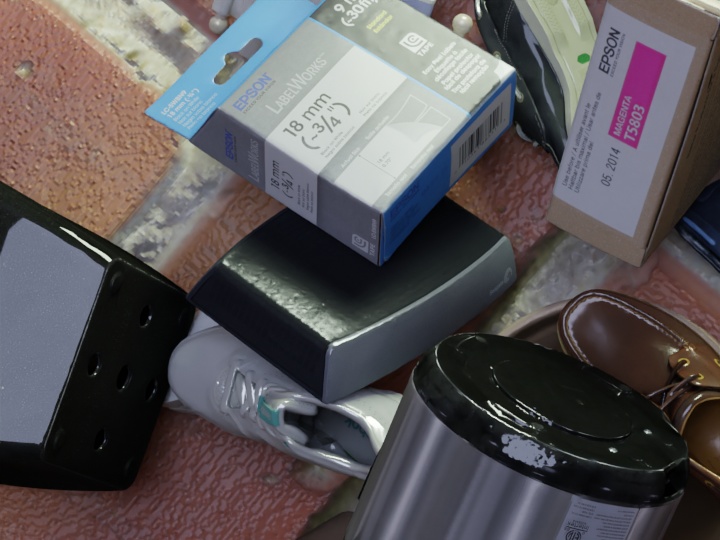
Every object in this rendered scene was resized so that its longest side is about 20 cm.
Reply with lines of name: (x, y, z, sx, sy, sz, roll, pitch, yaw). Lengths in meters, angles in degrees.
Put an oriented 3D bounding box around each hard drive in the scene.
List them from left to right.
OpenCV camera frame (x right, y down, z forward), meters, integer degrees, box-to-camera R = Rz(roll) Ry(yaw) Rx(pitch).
hard drive: (0.000, 0.000, 1.663, 0.135, 0.200, 0.042, 36, 133, 23)

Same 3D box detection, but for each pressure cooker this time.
pressure cooker: (0.079, 0.157, 1.509, 0.176, 0.179, 0.200, 25, 109, 11)

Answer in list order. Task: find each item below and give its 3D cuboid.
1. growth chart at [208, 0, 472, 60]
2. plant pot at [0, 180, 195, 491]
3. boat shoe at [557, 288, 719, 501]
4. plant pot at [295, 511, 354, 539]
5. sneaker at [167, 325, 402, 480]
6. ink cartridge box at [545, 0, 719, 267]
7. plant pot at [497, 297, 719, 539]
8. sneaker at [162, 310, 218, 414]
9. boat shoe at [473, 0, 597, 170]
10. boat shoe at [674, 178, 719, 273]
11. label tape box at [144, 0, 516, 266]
growth chart: (-0.016, -0.173, 1.753, 0.200, 0.018, 0.145, 37, 117, 17)
plant pot: (-0.225, 0.044, 1.680, 0.177, 0.200, 0.200, 16, 83, 23)
boat shoe: (0.199, 0.080, 1.566, 0.200, 0.068, 0.072, 44, 90, 16)
plant pot: (-0.025, 0.252, 1.630, 0.200, 0.200, 0.175, 40, 71, 16)
sneaker: (-0.047, 0.084, 1.630, 0.200, 0.088, 0.075, 18, 100, 26)
ink cartridge box: (0.199, -0.129, 1.607, 0.075, 0.200, 0.165, 28, 42, 16)
plant pot: (0.158, 0.121, 1.650, 0.201, 0.093, 0.201, -2, 79, 11)
sneaker: (-0.046, 0.034, 1.724, 0.200, 0.076, 0.081, -14, 70, 8)
boat shoe: (0.134, -0.110, 1.725, 0.068, 0.072, 0.200, -30, 79, 43)
boat shoe: (0.267, 0.032, 1.657, 0.069, 0.084, 0.200, -27, 59, -5)
label tape box: (-0.022, -0.115, 1.673, 0.200, 0.063, 0.144, 33, 63, 20)
